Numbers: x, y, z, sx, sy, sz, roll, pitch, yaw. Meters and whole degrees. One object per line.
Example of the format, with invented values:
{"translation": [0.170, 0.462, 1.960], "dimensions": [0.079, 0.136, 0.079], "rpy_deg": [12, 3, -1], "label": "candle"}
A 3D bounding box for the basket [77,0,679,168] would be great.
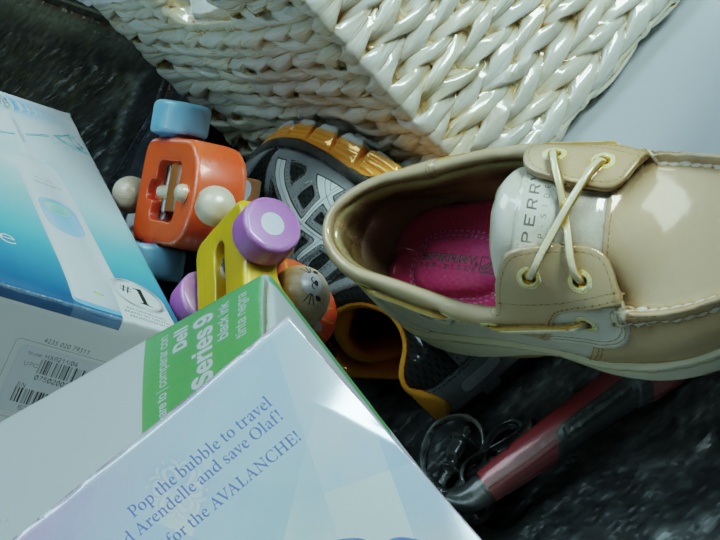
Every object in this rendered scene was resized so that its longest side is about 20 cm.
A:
{"translation": [0.017, -0.139, 1.140], "dimensions": [0.200, 0.161, 0.198], "rpy_deg": [-49, 22, -18], "label": "basket"}

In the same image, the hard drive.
{"translation": [0.154, -0.090, 1.091], "dimensions": [0.132, 0.025, 0.200], "rpy_deg": [-4, 42, 44], "label": "hard drive"}

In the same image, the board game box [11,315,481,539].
{"translation": [-0.032, 0.151, 0.775], "dimensions": [0.200, 0.199, 0.043], "rpy_deg": [-39, -8, -14], "label": "board game box"}

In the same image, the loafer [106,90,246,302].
{"translation": [-0.097, -0.002, 1.187], "dimensions": [0.070, 0.068, 0.201], "rpy_deg": [-12, 41, 27], "label": "loafer"}

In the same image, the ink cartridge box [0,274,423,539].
{"translation": [-0.075, 0.115, 0.917], "dimensions": [0.200, 0.146, 0.084], "rpy_deg": [-28, 31, 14], "label": "ink cartridge box"}

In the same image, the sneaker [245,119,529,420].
{"translation": [0.000, 0.000, 1.079], "dimensions": [0.077, 0.078, 0.200], "rpy_deg": [-51, 32, -13], "label": "sneaker"}

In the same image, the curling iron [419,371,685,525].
{"translation": [0.102, 0.024, 0.983], "dimensions": [0.200, 0.026, 0.050], "rpy_deg": [-36, 32, 1], "label": "curling iron"}

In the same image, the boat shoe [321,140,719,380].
{"translation": [0.066, -0.007, 0.919], "dimensions": [0.200, 0.069, 0.074], "rpy_deg": [-7, 66, 46], "label": "boat shoe"}

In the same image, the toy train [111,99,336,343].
{"translation": [-0.053, 0.036, 1.054], "dimensions": [0.150, 0.056, 0.200], "rpy_deg": [-4, 77, 65], "label": "toy train"}

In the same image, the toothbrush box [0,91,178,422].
{"translation": [-0.168, -0.005, 1.069], "dimensions": [0.085, 0.146, 0.200], "rpy_deg": [-63, 27, 17], "label": "toothbrush box"}
